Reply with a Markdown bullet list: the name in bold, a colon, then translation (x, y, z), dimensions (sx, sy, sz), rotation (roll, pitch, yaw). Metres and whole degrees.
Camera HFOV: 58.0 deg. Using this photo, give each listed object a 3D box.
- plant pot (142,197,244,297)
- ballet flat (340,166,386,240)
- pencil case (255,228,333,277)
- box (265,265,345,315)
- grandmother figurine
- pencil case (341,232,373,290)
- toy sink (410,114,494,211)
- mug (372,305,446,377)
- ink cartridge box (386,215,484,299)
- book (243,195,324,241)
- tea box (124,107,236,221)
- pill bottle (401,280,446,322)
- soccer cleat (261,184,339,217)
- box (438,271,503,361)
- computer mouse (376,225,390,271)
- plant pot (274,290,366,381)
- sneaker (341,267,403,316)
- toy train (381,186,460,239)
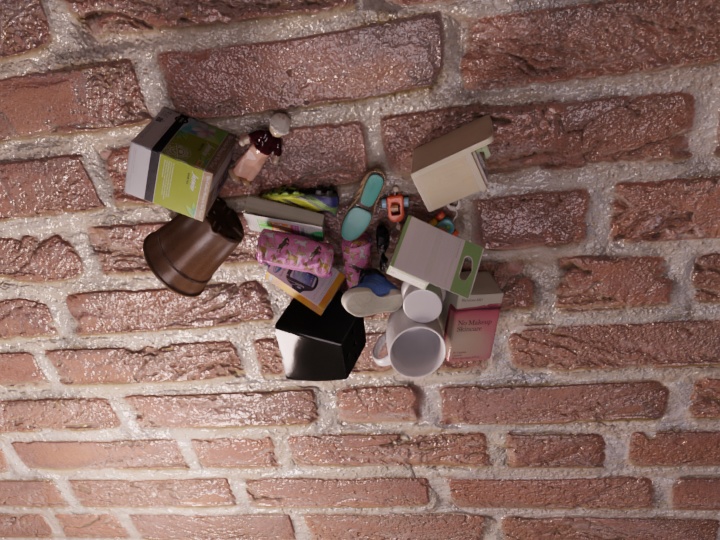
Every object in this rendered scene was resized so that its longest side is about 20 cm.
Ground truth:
- **plant pot**: translation (-0.410, -0.074, 1.636), dimensions (0.197, 0.202, 0.200), rotation (-39, 112, 21)
- **ballet flat**: translation (0.010, -0.163, 1.577), dimensions (0.069, 0.066, 0.202), rotation (26, 121, -10)
- **pencil case**: translation (-0.158, -0.040, 1.594), dimensions (0.193, 0.083, 0.089), rotation (11, 107, -11)
- **box**: translation (-0.149, 0.009, 1.649), dimensions (0.197, 0.120, 0.042), rotation (33, 147, 5)
- **grandmother figurine**: translation (-0.235, -0.291, 1.535), dimensions (0.200, 0.062, 0.120), rotation (-44, 150, 24)
- **pencil case**: translation (0.000, 0.000, 1.678), dimensions (0.084, 0.084, 0.205), rotation (-11, 124, -8)
- **toy sink**: translation (0.223, -0.238, 1.458), dimensions (0.195, 0.132, 0.113), rotation (-23, 119, 21)
- **mug**: translation (0.113, 0.171, 1.653), dimensions (0.197, 0.177, 0.149), rotation (-33, 115, 13)
- **ink cartridge box**: translation (0.174, -0.024, 1.505), dimensions (0.195, 0.149, 0.048), rotation (24, 153, 0)
- **book**: translation (-0.185, -0.119, 1.621), dimensions (0.193, 0.050, 0.134), rotation (11, 161, 2)
- **tea box**: translation (-0.412, -0.249, 1.504), dimensions (0.191, 0.203, 0.136), rotation (20, 125, -7)
- **pill bottle**: translation (0.157, 0.025, 1.600), dimensions (0.110, 0.202, 0.117), rotation (4, 125, 5)
- **soccer cleat**: translation (-0.148, -0.163, 1.601), dimensions (0.193, 0.065, 0.086), rotation (1, 115, 6)
- **box**: translation (0.278, 0.118, 1.671), dimensions (0.123, 0.110, 0.206), rotation (-2, 120, -12)
- **computer mouse**: translation (0.059, -0.053, 1.565), dimensions (0.033, 0.202, 0.060), rotation (1, 119, -3)
- **plant pot**: translation (-0.091, 0.170, 1.696), dimensions (0.172, 0.202, 0.204), rotation (13, 134, 22)
- **sneaker**: translation (0.010, 0.047, 1.584), dimensions (0.196, 0.111, 0.078), rotation (-1, 126, -42)
- **toy train**: translation (0.147, -0.122, 1.575), dimensions (0.193, 0.056, 0.155), rotation (1, 110, 6)
